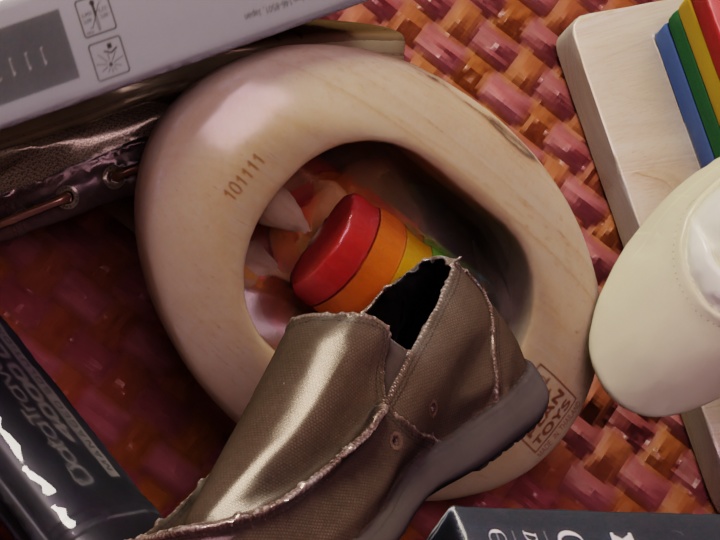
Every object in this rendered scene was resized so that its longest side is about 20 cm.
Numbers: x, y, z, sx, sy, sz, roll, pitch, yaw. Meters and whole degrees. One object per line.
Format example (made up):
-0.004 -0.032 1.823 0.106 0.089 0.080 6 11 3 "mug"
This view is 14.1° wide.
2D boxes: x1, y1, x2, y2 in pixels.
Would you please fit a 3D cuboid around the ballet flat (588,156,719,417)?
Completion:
0.157 -0.028 1.010 0.200 0.069 0.069 -42 86 -21 "ballet flat"

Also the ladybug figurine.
0.000 0.000 0.994 0.200 0.072 0.136 41 84 -30 "ladybug figurine"

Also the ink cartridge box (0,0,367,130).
-0.098 -0.087 0.977 0.199 0.173 0.044 -22 101 -27 "ink cartridge box"

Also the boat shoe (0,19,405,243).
-0.075 -0.043 1.023 0.199 0.072 0.072 -14 105 -23 "boat shoe"

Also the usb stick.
-0.108 0.056 0.928 0.200 0.033 0.055 50 26 21 "usb stick"

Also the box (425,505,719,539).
0.114 0.188 0.908 0.196 0.124 0.201 5 48 -29 "box"

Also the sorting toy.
0.202 -0.029 1.098 0.199 0.070 0.200 -11 73 -22 "sorting toy"

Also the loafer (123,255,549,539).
-0.017 0.051 0.894 0.200 0.073 0.071 -35 105 -54 "loafer"
